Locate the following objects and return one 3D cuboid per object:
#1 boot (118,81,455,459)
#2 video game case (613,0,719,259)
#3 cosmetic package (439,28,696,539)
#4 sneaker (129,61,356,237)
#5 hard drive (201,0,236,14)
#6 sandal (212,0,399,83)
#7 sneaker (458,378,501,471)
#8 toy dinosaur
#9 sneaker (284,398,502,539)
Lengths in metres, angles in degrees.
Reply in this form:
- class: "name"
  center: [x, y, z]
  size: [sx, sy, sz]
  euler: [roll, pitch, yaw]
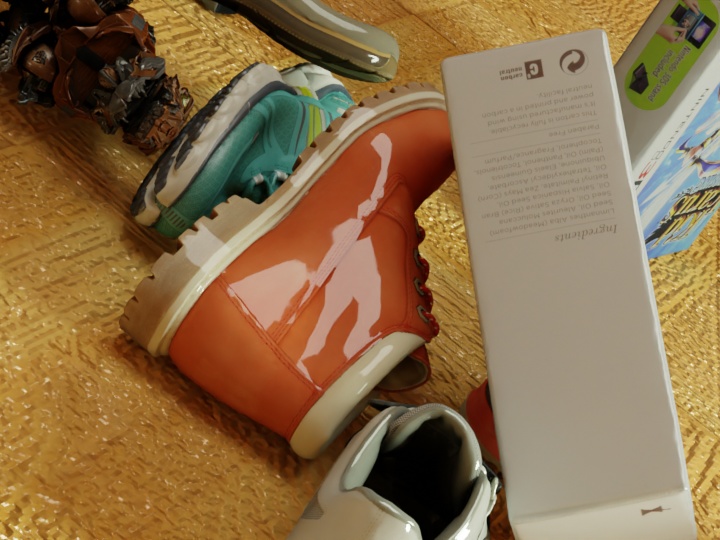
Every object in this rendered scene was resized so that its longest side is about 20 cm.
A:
- class: "boot"
  center: [0.000, 0.000, 1.031]
  size: [0.107, 0.075, 0.200]
  euler: [38, 49, 10]
- class: "video game case"
  center: [0.177, -0.082, 1.337]
  size: [0.045, 0.182, 0.200]
  euler: [43, 24, 18]
- class: "cosmetic package"
  center: [0.085, 0.017, 1.002]
  size: [0.102, 0.071, 0.201]
  euler: [67, 14, -65]
- class: "sneaker"
  center: [-0.035, -0.047, 1.127]
  size: [0.080, 0.078, 0.200]
  euler: [48, 25, 8]
- class: "hard drive"
  center: [-0.101, -0.255, 1.357]
  size: [0.200, 0.140, 0.033]
  euler: [44, 24, 22]
- class: "sandal"
  center: [-0.063, -0.151, 1.128]
  size: [0.199, 0.054, 0.080]
  euler: [28, -1, -9]
- class: "sneaker"
  center: [0.110, 0.037, 1.139]
  size: [0.077, 0.082, 0.200]
  euler: [35, 23, 3]
- class: "toy dinosaur"
  center: [-0.149, -0.117, 1.119]
  size: [0.200, 0.102, 0.136]
  euler: [17, -11, 47]
- class: "sneaker"
  center: [0.024, 0.084, 0.925]
  size: [0.074, 0.089, 0.200]
  euler: [34, 21, 3]
